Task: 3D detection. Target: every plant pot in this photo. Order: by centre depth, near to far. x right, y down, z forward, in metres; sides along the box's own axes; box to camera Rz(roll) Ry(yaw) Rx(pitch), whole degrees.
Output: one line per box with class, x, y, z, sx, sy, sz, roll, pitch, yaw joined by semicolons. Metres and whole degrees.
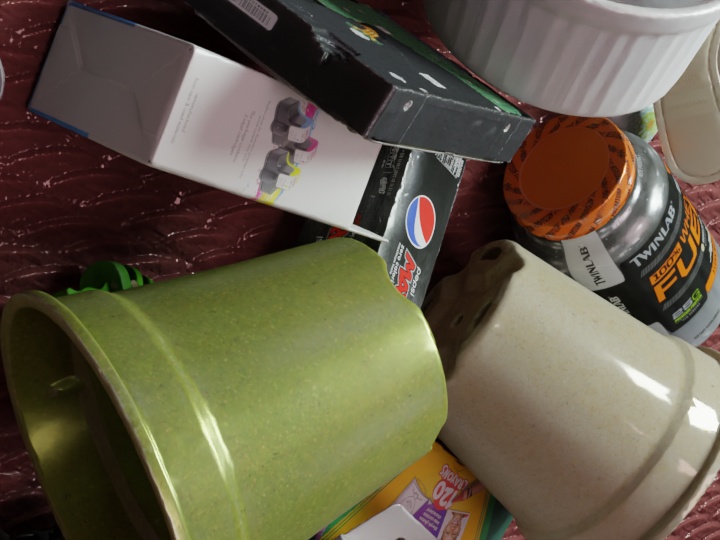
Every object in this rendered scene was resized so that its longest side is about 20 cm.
plant pot;-0.062;0.073;0.850;0.184;0.200;0.201;-23;124;-26
plant pot;0.128;0.084;1.120;0.183;0.200;0.201;38;77;-17

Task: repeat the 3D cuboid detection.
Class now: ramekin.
ramekin;0.133;-0.189;1.009;0.200;0.201;0.098;-25;151;-37

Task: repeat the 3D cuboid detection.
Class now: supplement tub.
supplement tub;0.190;-0.024;1.200;0.123;0.122;0.200;-57;138;-10

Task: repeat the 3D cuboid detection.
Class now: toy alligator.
toy alligator;-0.116;0.041;0.965;0.200;0.059;0.054;39;38;-48

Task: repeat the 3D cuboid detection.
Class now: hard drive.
hard drive;0.005;-0.116;0.915;0.038;0.140;0.200;-58;158;16

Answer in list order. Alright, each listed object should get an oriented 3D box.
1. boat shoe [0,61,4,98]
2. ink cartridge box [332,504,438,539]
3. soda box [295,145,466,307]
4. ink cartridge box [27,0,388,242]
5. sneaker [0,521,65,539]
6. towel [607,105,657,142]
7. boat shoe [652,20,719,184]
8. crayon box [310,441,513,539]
boat shoe;-0.225;-0.141;0.753;0.074;0.065;0.202;-44;134;-23
ink cartridge box;-0.022;0.255;1.084;0.200;0.068;0.116;-35;137;7
soda box;0.000;0.000;1.016;0.063;0.071;0.201;40;63;-47
ink cartridge box;-0.069;-0.081;0.907;0.200;0.115;0.068;17;96;-49
sneaker;-0.176;0.164;0.916;0.200;0.071;0.099;-39;137;-1
towel;0.197;-0.202;1.182;0.200;0.048;0.172;38;79;-48
boat shoe;0.236;-0.165;1.161;0.060;0.072;0.201;-63;143;-62
crayon box;0.024;0.178;1.168;0.200;0.058;0.119;40;78;-48
